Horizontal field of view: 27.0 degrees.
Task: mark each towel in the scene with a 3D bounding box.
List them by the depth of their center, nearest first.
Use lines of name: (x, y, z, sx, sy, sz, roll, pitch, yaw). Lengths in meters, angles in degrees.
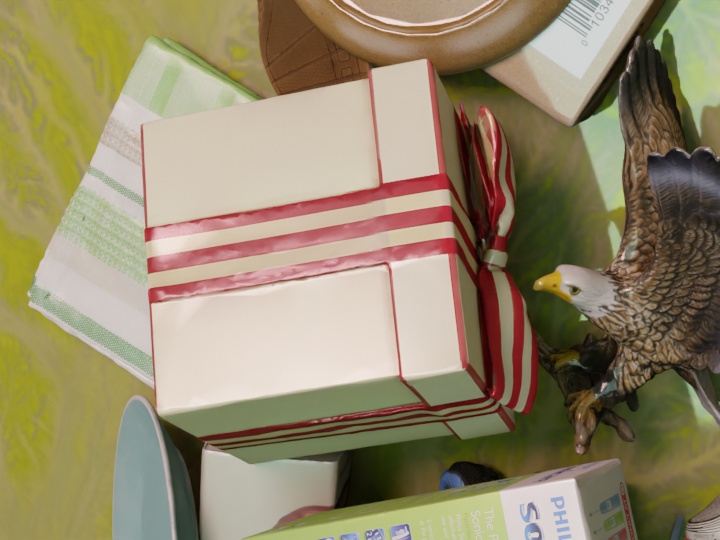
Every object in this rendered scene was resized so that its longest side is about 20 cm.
towel: (-0.114, -0.028, 0.963, 0.148, 0.031, 0.201, 31, 106, 8)

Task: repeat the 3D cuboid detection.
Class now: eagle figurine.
eagle figurine: (0.160, 0.000, 0.814, 0.151, 0.150, 0.201, 37, 117, 20)

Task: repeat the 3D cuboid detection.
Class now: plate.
plate: (-0.128, 0.179, 0.946, 0.025, 0.200, 0.203, -2, 102, -20)

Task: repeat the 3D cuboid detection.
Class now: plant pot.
plant pot: (0.034, -0.206, 0.806, 0.197, 0.027, 0.203, 4, 102, 19)

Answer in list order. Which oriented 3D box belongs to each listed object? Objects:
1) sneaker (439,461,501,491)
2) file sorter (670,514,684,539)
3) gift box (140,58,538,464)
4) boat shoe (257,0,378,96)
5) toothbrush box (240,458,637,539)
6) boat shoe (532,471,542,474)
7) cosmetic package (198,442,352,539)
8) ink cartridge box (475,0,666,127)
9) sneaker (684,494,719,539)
sneaker: (0.049, 0.217, 0.933, 0.089, 0.078, 0.203, 7, 101, 23)
file sorter: (0.248, 0.236, 0.838, 0.198, 0.139, 0.124, 18, 102, 14)
gift box: (0.000, 0.000, 0.823, 0.184, 0.200, 0.187, -10, 77, 13)
boat shoe: (-0.026, -0.169, 0.892, 0.073, 0.063, 0.202, -14, 97, 31)
toothbrush box: (0.050, 0.193, 0.797, 0.198, 0.086, 0.148, -15, 84, 26)
boat shoe: (0.123, 0.223, 0.915, 0.060, 0.072, 0.204, 7, 95, 21)
cosmetic package: (-0.054, 0.197, 0.945, 0.086, 0.103, 0.203, 4, 103, 6)
ink cartridge box: (0.111, -0.209, 0.833, 0.164, 0.075, 0.201, 34, 110, 8)
sneaker: (0.246, 0.076, 0.827, 0.082, 0.078, 0.200, 41, 89, 1)
